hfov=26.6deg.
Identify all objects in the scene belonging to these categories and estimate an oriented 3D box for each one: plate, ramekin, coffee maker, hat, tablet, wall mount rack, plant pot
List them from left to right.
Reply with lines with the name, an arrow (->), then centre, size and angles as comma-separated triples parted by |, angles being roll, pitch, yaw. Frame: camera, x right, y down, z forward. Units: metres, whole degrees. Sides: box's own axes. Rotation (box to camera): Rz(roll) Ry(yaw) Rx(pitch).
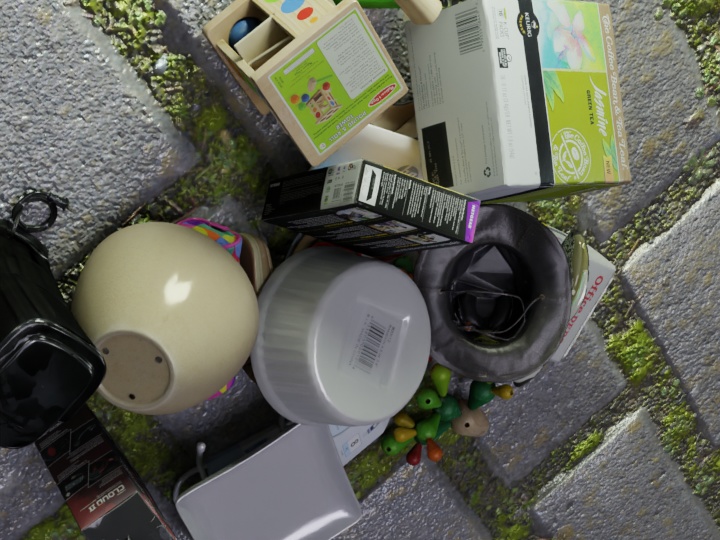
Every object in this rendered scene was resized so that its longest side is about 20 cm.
coffee maker -> -0.337, 0.044, 1.487 | 0.134, 0.200, 0.193 | 10, 113, -36
plant pot -> -0.215, 0.069, 1.559 | 0.198, 0.135, 0.202 | 4, 116, 9
wall mount rack -> -0.129, 0.226, 1.808 | 0.199, 0.075, 0.175 | -27, 127, -16
plate -> -0.108, 0.274, 1.788 | 0.199, 0.032, 0.200 | -30, 131, -13
ramekin -> -0.015, 0.076, 1.666 | 0.199, 0.097, 0.202 | -3, 95, -40
tablet -> 0.039, -0.097, 1.687 | 0.199, 0.014, 0.130 | 15, 134, -29
hat -> 0.150, 0.023, 1.739 | 0.199, 0.081, 0.203 | 0, 96, 3

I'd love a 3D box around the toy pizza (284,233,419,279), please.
toy pizza -> 0.000, 0.000, 1.777 | 0.199, 0.032, 0.202 | -15, 124, -23

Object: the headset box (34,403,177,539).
headset box -> -0.268, 0.259, 1.661 | 0.075, 0.200, 0.149 | -34, 131, -9

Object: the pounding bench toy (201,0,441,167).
pounding bench toy -> -0.031, -0.239, 1.529 | 0.200, 0.156, 0.124 | -39, 131, -3

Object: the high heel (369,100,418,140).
high heel -> 0.034, -0.179, 1.659 | 0.199, 0.072, 0.143 | -27, 135, -3

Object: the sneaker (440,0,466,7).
sneaker -> 0.029, -0.336, 1.569 | 0.198, 0.090, 0.079 | 13, 138, -19

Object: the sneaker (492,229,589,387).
sneaker -> 0.201, 0.038, 1.793 | 0.088, 0.077, 0.201 | 22, 101, -20

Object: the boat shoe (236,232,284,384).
boat shoe -> -0.110, 0.037, 1.712 | 0.062, 0.073, 0.201 | -24, 134, -26

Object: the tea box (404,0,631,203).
tea box -> 0.170, -0.179, 1.631 | 0.196, 0.133, 0.202 | -5, 87, -39

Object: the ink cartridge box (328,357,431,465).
ink cartridge box -> 0.021, 0.125, 1.824 | 0.199, 0.047, 0.161 | -37, 142, -17

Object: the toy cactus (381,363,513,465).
toy cactus -> 0.125, 0.182, 1.925 | 0.200, 0.102, 0.165 | -47, 147, 7

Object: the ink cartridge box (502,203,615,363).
ink cartridge box -> 0.196, 0.013, 1.870 | 0.199, 0.088, 0.146 | 21, 106, -36

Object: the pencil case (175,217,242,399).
pencil case -> -0.173, 0.043, 1.664 | 0.088, 0.088, 0.201 | -10, 123, -26

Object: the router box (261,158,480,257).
router box -> 0.007, -0.062, 1.592 | 0.148, 0.199, 0.052 | 18, 78, -30
